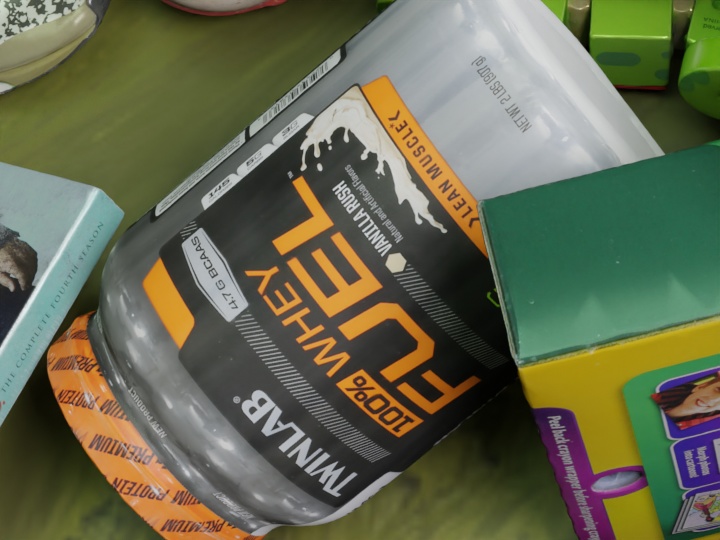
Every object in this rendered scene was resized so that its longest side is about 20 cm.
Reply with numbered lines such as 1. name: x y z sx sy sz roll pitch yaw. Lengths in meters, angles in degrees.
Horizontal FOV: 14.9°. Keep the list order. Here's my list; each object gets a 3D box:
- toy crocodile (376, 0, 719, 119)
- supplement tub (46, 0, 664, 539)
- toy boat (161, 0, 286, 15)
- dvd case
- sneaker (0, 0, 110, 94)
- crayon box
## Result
1. toy crocodile: 0.103 -0.089 0.985 0.199 0.062 0.068 7 67 10
2. supplement tub: 0.000 0.000 0.909 0.200 0.122 0.123 -40 63 12
3. toy boat: -0.068 -0.200 1.036 0.130 0.131 0.201 -32 106 -4
4. dvd case: -0.190 0.017 0.977 0.199 0.022 0.146 15 68 41
5. sneaker: -0.191 -0.121 1.040 0.199 0.089 0.077 10 68 16
6. crayon box: 0.137 0.021 0.841 0.172 0.200 0.059 -15 65 5
